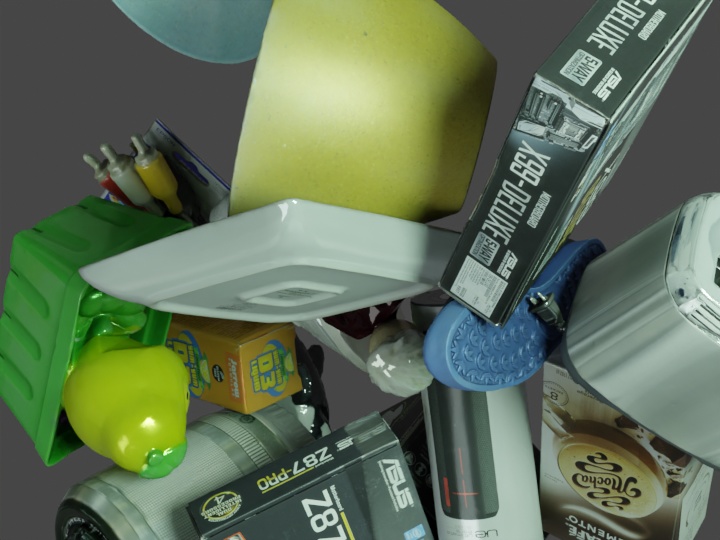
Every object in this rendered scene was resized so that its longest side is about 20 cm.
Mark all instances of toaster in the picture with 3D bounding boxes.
[{"bbox_3d":[0.220,0.035,0.921,0.200,0.114,0.129,32,142,-12],"label":"toaster"}]

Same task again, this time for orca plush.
[{"bbox_3d":[-0.070,0.080,1.302,0.200,0.071,0.105,53,133,21],"label":"orca plush"}]

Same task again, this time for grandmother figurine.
[{"bbox_3d":[0.000,0.000,1.085,0.200,0.060,0.121,64,149,19],"label":"grandmother figurine"}]

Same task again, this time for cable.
[{"bbox_3d":[-0.149,-0.032,1.211,0.097,0.050,0.200,-11,123,46],"label":"cable"}]

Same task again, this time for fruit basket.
[{"bbox_3d":[-0.187,0.070,1.162,0.215,0.155,0.216,17,122,29],"label":"fruit basket"}]

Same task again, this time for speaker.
[{"bbox_3d":[0.088,0.115,1.108,0.081,0.081,0.201,1,101,43],"label":"speaker"}]

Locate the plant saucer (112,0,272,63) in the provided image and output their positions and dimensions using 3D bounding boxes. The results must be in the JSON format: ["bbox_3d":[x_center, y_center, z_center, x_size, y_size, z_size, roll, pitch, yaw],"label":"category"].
[{"bbox_3d":[-0.122,-0.238,1.029,0.201,0.039,0.201,26,143,21],"label":"plant saucer"}]

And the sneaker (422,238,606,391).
[{"bbox_3d":[0.089,0.028,0.981,0.078,0.200,0.070,-2,105,39],"label":"sneaker"}]

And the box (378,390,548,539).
[{"bbox_3d":[0.054,0.201,1.265,0.149,0.124,0.200,47,146,-6],"label":"box"}]

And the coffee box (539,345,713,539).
[{"bbox_3d":[0.198,0.127,1.086,0.113,0.080,0.200,21,141,25],"label":"coffee box"}]

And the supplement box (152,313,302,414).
[{"bbox_3d":[-0.141,0.064,1.269,0.200,0.069,0.067,10,113,42],"label":"supplement box"}]

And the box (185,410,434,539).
[{"bbox_3d":[-0.024,0.223,1.124,0.049,0.161,0.200,48,160,55],"label":"box"}]

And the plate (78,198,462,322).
[{"bbox_3d":[-0.045,0.003,0.953,0.200,0.199,0.032,-15,75,40],"label":"plate"}]

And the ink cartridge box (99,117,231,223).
[{"bbox_3d":[-0.164,-0.061,1.265,0.095,0.037,0.200,43,148,-4],"label":"ink cartridge box"}]

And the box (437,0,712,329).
[{"bbox_3d":[0.126,-0.080,0.861,0.050,0.158,0.200,34,144,10],"label":"box"}]

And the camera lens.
[{"bbox_3d":[-0.133,0.211,1.198,0.160,0.200,0.160,32,135,38],"label":"camera lens"}]

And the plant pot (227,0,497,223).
[{"bbox_3d":[0.007,-0.103,0.947,0.141,0.200,0.200,13,142,0],"label":"plant pot"}]

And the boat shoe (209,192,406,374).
[{"bbox_3d":[-0.043,0.013,1.185,0.200,0.072,0.068,42,147,-21],"label":"boat shoe"}]
